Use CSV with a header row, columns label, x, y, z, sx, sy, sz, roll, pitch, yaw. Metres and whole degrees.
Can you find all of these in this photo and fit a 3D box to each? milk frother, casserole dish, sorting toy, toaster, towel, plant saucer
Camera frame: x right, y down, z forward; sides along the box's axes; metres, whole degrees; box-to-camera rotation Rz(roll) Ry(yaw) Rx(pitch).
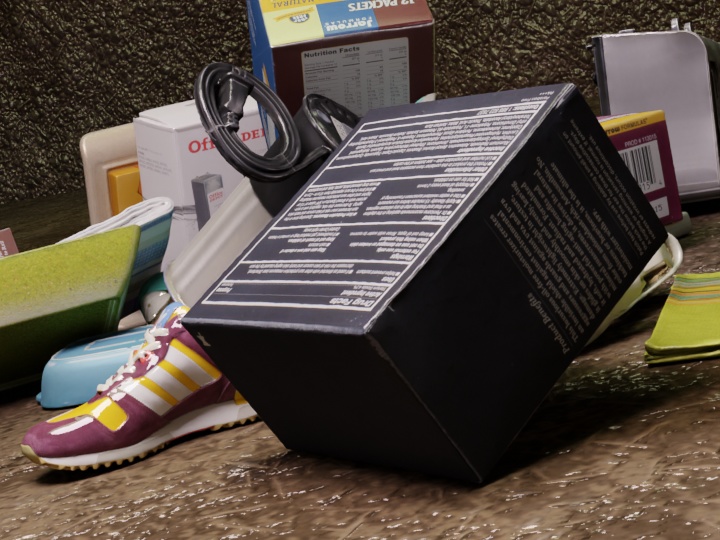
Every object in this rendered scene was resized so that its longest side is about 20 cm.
label,x,y,z,sx,sy,sz,roll,pitch,yaw
milk frother,-0.087,-0.045,1.226,0.188,0.200,0.181,-48,17,17
casserole dish,-0.176,0.071,1.319,0.198,0.039,0.121,-10,9,8
sorting toy,-0.181,-0.054,1.592,0.184,0.202,0.036,-17,21,-30
toaster,0.305,-0.145,1.595,0.118,0.202,0.181,-6,2,21
towel,-0.242,0.010,1.450,0.146,0.024,0.200,-28,-18,-25
towel,0.244,0.026,1.086,0.085,0.018,0.200,-10,9,19
plant saucer,-0.283,0.049,1.359,0.198,0.048,0.200,-16,-21,-22

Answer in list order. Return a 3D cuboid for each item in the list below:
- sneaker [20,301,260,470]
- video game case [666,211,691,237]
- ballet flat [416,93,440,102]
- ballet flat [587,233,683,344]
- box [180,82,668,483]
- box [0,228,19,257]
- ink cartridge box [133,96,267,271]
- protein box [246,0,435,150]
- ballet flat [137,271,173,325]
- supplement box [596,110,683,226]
label,x,y,z,sx,sy,sz,roll,pitch,yaw
sneaker,-0.141,0.071,1.084,0.199,0.091,0.075,-16,10,-27
video game case,0.171,-0.019,1.459,0.199,0.023,0.182,-20,11,-39
ballet flat,0.113,-0.064,1.284,0.064,0.200,0.067,-46,9,18
ballet flat,0.181,0.002,1.137,0.069,0.070,0.200,-7,7,29
box,0.035,0.006,0.935,0.199,0.124,0.199,-48,25,-25
box,-0.384,0.028,1.562,0.075,0.101,0.200,-22,4,-28
ink cartridge box,-0.130,-0.064,1.551,0.145,0.202,0.085,-18,21,-33
protein box,-0.020,-0.176,1.376,0.134,0.201,0.199,-9,43,-6
ballet flat,-0.152,0.036,1.431,0.199,0.068,0.070,-7,24,44
supplement box,0.163,-0.074,1.409,0.130,0.104,0.199,-18,11,-33
